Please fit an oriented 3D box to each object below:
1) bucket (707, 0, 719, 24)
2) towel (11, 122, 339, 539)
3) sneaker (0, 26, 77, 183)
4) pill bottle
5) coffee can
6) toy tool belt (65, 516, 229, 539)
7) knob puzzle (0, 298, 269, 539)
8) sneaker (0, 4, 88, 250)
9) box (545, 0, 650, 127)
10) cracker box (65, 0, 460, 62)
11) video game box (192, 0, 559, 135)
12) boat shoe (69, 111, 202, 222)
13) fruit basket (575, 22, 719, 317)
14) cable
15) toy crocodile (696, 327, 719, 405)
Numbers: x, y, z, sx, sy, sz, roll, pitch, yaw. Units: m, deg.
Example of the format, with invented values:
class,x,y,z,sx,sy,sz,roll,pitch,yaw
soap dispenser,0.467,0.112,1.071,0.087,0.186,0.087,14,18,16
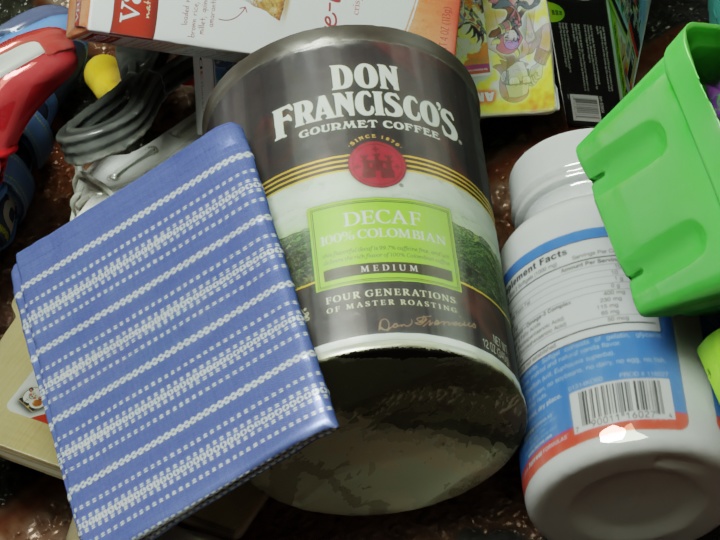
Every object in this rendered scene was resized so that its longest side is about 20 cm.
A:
class,x,y,z,sx,sy,sz,roll,pitch,yaw
bucket,0.277,-0.179,1.597,0.206,0.135,0.208,-5,56,8
towel,-0.092,0.034,1.425,0.144,0.024,0.201,-32,49,15
sneaker,-0.204,-0.030,1.571,0.200,0.078,0.116,-40,84,14
pill bottle,0.127,0.032,1.501,0.111,0.113,0.201,-9,55,5
coffee can,0.000,0.000,1.489,0.145,0.147,0.201,-10,54,4
toy tool belt,-0.098,0.185,1.437,0.200,0.124,0.124,13,83,55
knob puzzle,-0.096,0.050,1.573,0.218,0.031,0.221,-2,44,2
sneaker,-0.207,-0.058,1.652,0.082,0.074,0.200,30,75,27
box,0.125,-0.179,1.586,0.034,0.200,0.111,5,58,14
cracker box,-0.045,-0.174,1.533,0.199,0.058,0.135,6,88,-17
video game box,0.004,-0.169,1.603,0.199,0.047,0.184,-4,89,-19
boat shoe,-0.125,-0.034,1.588,0.086,0.075,0.202,26,47,27
fruit basket,0.230,-0.069,1.432,0.214,0.216,0.156,-20,77,-2
cable,-0.111,-0.094,1.615,0.096,0.051,0.200,-10,24,5
toy crocodile,0.255,0.054,1.457,0.199,0.062,0.068,8,51,-18
